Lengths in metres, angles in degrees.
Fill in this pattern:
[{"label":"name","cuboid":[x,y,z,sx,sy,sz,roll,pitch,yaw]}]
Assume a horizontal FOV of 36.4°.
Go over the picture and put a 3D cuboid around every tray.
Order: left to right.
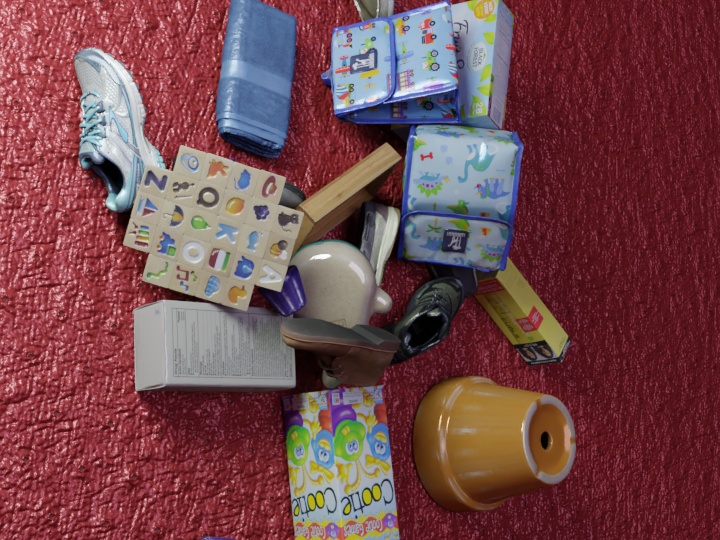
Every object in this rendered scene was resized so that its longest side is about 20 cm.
[{"label":"tray","cuboid":[-0.031,-0.097,1.515,0.037,0.099,0.200,44,49,6]}]

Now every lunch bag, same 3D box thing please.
[{"label":"lunch bag","cuboid":[0.042,-0.290,1.586,0.094,0.196,0.153,70,15,-65]},{"label":"lunch bag","cuboid":[0.141,-0.102,1.590,0.128,0.167,0.203,-78,174,-71]}]

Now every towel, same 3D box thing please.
[{"label":"towel","cuboid":[-0.143,-0.262,1.482,0.111,0.048,0.203,18,70,-39]}]

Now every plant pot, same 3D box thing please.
[{"label":"plant pot","cuboid":[0.208,0.252,1.608,0.198,0.182,0.204,10,74,-41]}]

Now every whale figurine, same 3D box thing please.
[{"label":"whale figurine","cuboid":[-0.034,0.054,1.481,0.104,0.157,0.203,-98,174,-72]}]

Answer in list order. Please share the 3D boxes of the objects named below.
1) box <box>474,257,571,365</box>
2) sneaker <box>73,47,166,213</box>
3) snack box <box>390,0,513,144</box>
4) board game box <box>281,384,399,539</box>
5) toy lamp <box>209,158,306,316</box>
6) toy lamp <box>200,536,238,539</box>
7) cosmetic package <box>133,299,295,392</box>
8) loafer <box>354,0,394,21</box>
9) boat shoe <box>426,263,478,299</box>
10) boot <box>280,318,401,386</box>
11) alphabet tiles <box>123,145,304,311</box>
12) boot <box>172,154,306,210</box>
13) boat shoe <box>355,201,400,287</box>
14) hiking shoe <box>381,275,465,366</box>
[{"label":"box","cuboid":[0.256,0.067,1.767,0.201,0.075,0.050,51,52,-24]},{"label":"sneaker","cuboid":[-0.298,-0.164,1.299,0.086,0.077,0.203,-30,102,-38]},{"label":"snack box","cuboid":[0.141,-0.303,1.667,0.067,0.166,0.203,31,61,-53]},{"label":"board game box","cuboid":[-0.027,0.260,1.443,0.104,0.102,0.204,0,81,-42]},{"label":"toy lamp","cuboid":[-0.131,-0.037,1.355,0.058,0.058,0.202,-38,101,-40]},{"label":"toy lamp","cuboid":[-0.122,0.379,1.362,0.199,0.058,0.059,31,62,-34]},{"label":"cosmetic package","cuboid":[-0.178,0.097,1.357,0.198,0.073,0.105,7,75,-41]},{"label":"loafer","cuboid":[-0.012,-0.452,1.636,0.069,0.075,0.203,-22,92,-31]},{"label":"boat shoe","cuboid":[0.138,-0.050,1.681,0.074,0.073,0.202,-34,104,-41]},{"label":"boot","cuboid":[-0.029,0.106,1.377,0.199,0.073,0.076,14,103,-47]},{"label":"alphabet tiles","cuboid":[-0.175,-0.050,1.310,0.197,0.006,0.169,17,92,-9]},{"label":"boot","cuboid":[-0.167,-0.064,1.416,0.198,0.067,0.133,13,77,-33]},{"label":"boat shoe","cuboid":[0.000,-0.001,1.553,0.065,0.072,0.204,19,79,-7]},{"label":"hiking shoe","cuboid":[0.108,0.075,1.604,0.200,0.100,0.076,-43,112,-35]}]
